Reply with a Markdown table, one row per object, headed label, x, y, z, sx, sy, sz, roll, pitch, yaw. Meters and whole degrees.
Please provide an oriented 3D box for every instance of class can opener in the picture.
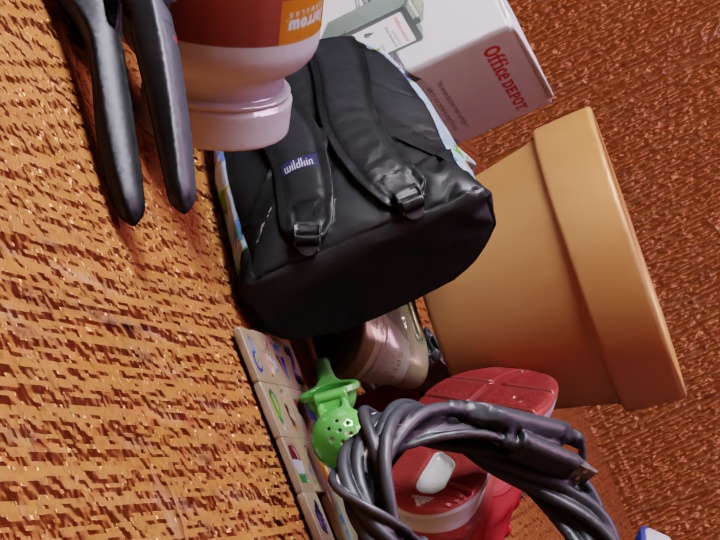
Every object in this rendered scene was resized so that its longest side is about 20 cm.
| label | x | y | z | sx | sy | sz | roll | pitch | yaw |
| --- | --- | --- | --- | --- | --- | --- | --- | --- | --- |
| can opener | -0.118 | -0.112 | 1.318 | 0.079 | 0.063 | 0.200 | 55 | 14 | -59 |

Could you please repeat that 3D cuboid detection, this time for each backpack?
| label | x | y | z | sx | sy | sz | roll | pitch | yaw |
| --- | --- | --- | --- | --- | --- | --- | --- | --- | --- |
| backpack | -0.017 | -0.057 | 1.573 | 0.154 | 0.163 | 0.200 | 71 | -5 | -55 |

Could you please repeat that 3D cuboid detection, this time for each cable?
| label | x | y | z | sx | sy | sz | roll | pitch | yaw |
| --- | --- | --- | --- | --- | --- | --- | --- | --- | --- |
| cable | 0.062 | 0.147 | 1.397 | 0.200 | 0.051 | 0.163 | 15 | 60 | -36 |

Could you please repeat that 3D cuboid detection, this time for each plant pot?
| label | x | y | z | sx | sy | sz | roll | pitch | yaw |
| --- | --- | --- | --- | --- | --- | --- | --- | --- | --- |
| plant pot | 0.117 | 0.010 | 1.668 | 0.200 | 0.140 | 0.200 | -19 | 90 | -84 |

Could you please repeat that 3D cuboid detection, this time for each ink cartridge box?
| label | x | y | z | sx | sy | sz | roll | pitch | yaw |
| --- | --- | --- | --- | --- | --- | --- | --- | --- | --- |
| ink cartridge box | 0.020 | -0.136 | 1.801 | 0.146 | 0.200 | 0.084 | 50 | 18 | -66 |

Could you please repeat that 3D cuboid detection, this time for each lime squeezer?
| label | x | y | z | sx | sy | sz | roll | pitch | yaw |
| --- | --- | --- | --- | --- | --- | --- | --- | --- | --- |
| lime squeezer | -0.008 | 0.093 | 1.502 | 0.071 | 0.038 | 0.200 | 52 | 12 | -39 |

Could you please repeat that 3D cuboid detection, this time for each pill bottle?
| label | x | y | z | sx | sy | sz | roll | pitch | yaw |
| --- | --- | --- | --- | --- | --- | --- | --- | --- | --- |
| pill bottle | -0.073 | -0.172 | 1.397 | 0.112 | 0.112 | 0.200 | -95 | -170 | -66 |

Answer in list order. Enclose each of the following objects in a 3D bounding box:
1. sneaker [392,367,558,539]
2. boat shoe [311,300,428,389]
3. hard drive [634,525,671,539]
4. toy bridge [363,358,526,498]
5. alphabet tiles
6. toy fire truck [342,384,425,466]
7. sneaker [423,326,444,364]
| label | x | y | z | sx | sy | sz | roll | pitch | yaw |
| --- | --- | --- | --- | --- | --- | --- | --- | --- | --- |
| sneaker | 0.065 | 0.142 | 1.538 | 0.200 | 0.078 | 0.116 | -40 | 134 | -56 |
| boat shoe | 0.000 | 0.000 | 1.669 | 0.065 | 0.072 | 0.200 | 18 | 36 | -28 |
| hard drive | 0.148 | 0.271 | 1.627 | 0.025 | 0.200 | 0.132 | 24 | 12 | -1 |
| toy bridge | 0.037 | 0.082 | 1.736 | 0.200 | 0.027 | 0.067 | 46 | -29 | -3 |
| alphabet tiles | -0.021 | 0.118 | 1.516 | 0.200 | 0.008 | 0.167 | 29 | 38 | -78 |
| toy fire truck | 0.039 | 0.145 | 1.653 | 0.141 | 0.049 | 0.200 | -104 | 171 | -56 |
| sneaker | 0.065 | 0.075 | 1.840 | 0.199 | 0.114 | 0.076 | 61 | 8 | -23 |
